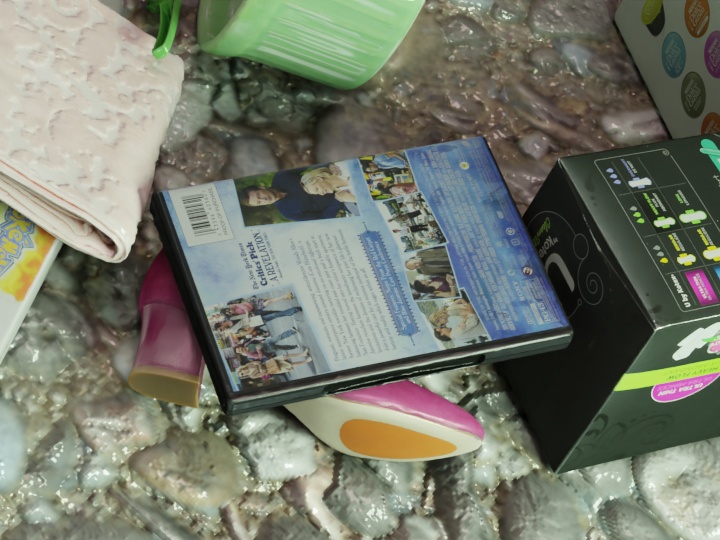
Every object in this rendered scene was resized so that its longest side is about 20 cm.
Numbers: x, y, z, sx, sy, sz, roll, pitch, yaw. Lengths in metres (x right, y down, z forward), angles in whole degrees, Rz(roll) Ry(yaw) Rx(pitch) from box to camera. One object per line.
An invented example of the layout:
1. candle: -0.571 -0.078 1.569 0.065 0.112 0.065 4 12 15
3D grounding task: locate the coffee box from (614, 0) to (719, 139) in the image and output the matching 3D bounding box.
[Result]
1. coffee box: 0.314 -0.159 1.562 0.200 0.200 0.198 -4 55 -26

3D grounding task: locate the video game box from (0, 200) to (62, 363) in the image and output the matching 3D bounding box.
1. video game box: -0.268 0.004 1.282 0.182 0.047 0.200 26 47 -5

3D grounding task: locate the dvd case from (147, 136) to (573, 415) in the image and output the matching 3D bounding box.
1. dvd case: 0.000 0.000 1.330 0.200 0.018 0.143 -10 57 -19

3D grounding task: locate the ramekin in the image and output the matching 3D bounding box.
1. ramekin: -0.014 -0.206 1.465 0.098 0.200 0.200 22 47 -16

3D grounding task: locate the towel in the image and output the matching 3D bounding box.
1. towel: -0.189 -0.113 1.362 0.191 0.032 0.200 35 32 -16

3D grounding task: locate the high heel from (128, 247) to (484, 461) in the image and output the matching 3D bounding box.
1. high heel: -0.025 0.042 1.344 0.200 0.067 0.096 11 59 2

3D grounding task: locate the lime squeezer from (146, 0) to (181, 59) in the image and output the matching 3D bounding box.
1. lime squeezer: -0.123 -0.192 1.487 0.038 0.071 0.200 -18 57 1

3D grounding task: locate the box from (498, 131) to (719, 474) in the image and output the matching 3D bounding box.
1. box: 0.191 0.012 1.405 0.200 0.149 0.124 -11 58 -29
